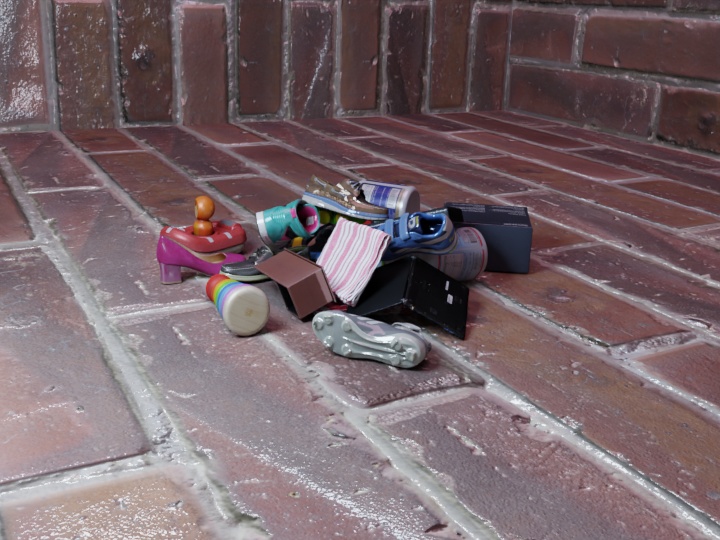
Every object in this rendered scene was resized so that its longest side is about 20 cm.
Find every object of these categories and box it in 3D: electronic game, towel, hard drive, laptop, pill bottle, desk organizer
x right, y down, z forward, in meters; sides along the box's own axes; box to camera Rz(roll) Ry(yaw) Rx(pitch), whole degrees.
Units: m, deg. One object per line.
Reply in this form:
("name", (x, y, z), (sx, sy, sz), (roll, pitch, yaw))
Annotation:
("electronic game", (-0.062, -0.075, 1.847), (0.196, 0.042, 0.201), (-16, 30, 9))
("towel", (-0.028, -0.023, 1.582), (0.030, 0.148, 0.199), (31, -4, -31))
("hard drive", (0.103, -0.094, 1.726), (0.196, 0.034, 0.139), (-12, -2, 19))
("laptop", (0.089, 0.062, 1.543), (0.198, 0.104, 0.178), (30, 30, -6))
("pill bottle", (0.153, -0.029, 1.706), (0.196, 0.111, 0.108), (-5, 19, -31))
("pill bottle", (0.042, -0.164, 2.099), (0.196, 0.118, 0.115), (11, 20, 25))
("towel", (-0.001, 0.051, 1.609), (0.195, 0.023, 0.144), (-2, 18, -12))
("desk organizer", (-0.128, 0.022, 1.585), (0.076, 0.073, 0.199), (-28, 22, -18))

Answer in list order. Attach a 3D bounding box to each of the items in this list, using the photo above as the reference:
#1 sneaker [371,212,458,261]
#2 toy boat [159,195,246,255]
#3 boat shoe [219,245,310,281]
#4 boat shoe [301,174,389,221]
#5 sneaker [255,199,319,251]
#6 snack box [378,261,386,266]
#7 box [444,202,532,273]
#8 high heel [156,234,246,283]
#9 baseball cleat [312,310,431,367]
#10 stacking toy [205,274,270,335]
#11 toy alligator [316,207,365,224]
("sneaker", (0.085, -0.071, 1.594), (0.195, 0.083, 0.075), (-8, 60, 7))
("toy boat", (-0.343, -0.095, 1.827), (0.129, 0.134, 0.198), (16, 23, 36))
("boat shoe", (-0.194, -0.019, 1.723), (0.196, 0.066, 0.073), (-6, 18, -28))
("boat shoe", (-0.028, -0.153, 1.745), (0.196, 0.074, 0.072), (16, 5, 17))
("sneaker", (-0.141, -0.093, 1.767), (0.118, 0.086, 0.200), (-14, -11, 5))
("snack box", (0.048, -0.062, 1.897), (0.140, 0.054, 0.199), (-11, 22, -32))
("box", (0.279, -0.077, 1.887), (0.195, 0.107, 0.182), (4, 18, 7))
("high heel", (-0.319, -0.036, 1.709), (0.197, 0.098, 0.067), (-14, 24, -40))
("baseball cleat", (0.020, 0.111, 1.387), (0.196, 0.071, 0.106), (20, 16, 18))
("stacking toy", (-0.230, 0.050, 1.512), (0.084, 0.087, 0.199), (-6, 14, -23))
("toy alligator", (-0.083, -0.132, 1.824), (0.195, 0.056, 0.059), (3, 12, 6))
